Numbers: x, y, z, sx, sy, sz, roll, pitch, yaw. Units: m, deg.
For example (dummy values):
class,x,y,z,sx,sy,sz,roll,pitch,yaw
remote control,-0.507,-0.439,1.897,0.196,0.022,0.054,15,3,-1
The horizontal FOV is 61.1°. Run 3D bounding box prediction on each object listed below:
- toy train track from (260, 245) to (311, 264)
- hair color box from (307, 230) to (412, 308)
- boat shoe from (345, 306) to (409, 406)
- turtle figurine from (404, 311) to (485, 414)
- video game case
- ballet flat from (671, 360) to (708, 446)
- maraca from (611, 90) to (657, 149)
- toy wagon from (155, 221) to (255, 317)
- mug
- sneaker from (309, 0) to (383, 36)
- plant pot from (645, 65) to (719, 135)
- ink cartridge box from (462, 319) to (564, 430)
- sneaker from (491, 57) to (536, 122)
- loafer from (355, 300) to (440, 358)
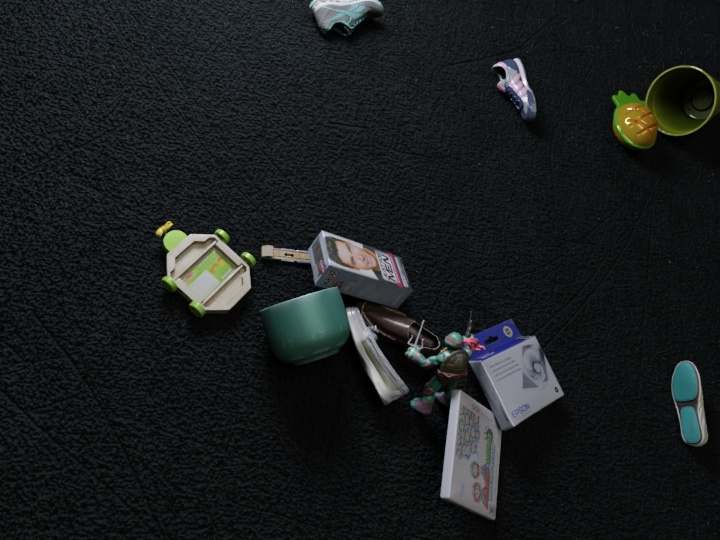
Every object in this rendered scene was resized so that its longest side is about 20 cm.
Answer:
class,x,y,z,sx,sy,sz,roll,pitch,yaw
toy train track,-0.102,-0.031,1.250,0.199,0.033,0.115,6,65,-19
hair color box,0.000,0.000,1.221,0.199,0.061,0.099,17,38,-30
boat shoe,0.025,0.160,1.188,0.065,0.074,0.202,-24,82,-12
turtle figurine,0.161,0.178,1.177,0.149,0.201,0.101,3,24,-17
video game case,0.217,0.354,1.167,0.182,0.024,0.201,39,52,-41
ballet flat,0.793,0.320,1.462,0.069,0.069,0.201,11,68,-18
maraca,0.791,-0.436,1.766,0.137,0.107,0.201,7,64,-18
toy wagon,-0.302,-0.011,1.153,0.200,0.040,0.155,42,58,0
mug,-0.084,0.104,1.128,0.185,0.152,0.115,-15,85,-31
sneaker,-0.030,-0.635,1.540,0.199,0.078,0.092,-12,88,-23
plant pot,1.013,-0.519,1.865,0.193,0.200,0.201,-15,74,-40
ink cartridge box,0.325,0.209,1.297,0.199,0.041,0.200,-16,74,-40
sneaker,0.417,-0.485,1.664,0.082,0.070,0.201,-10,68,-9
loafer,0.081,0.113,1.240,0.200,0.071,0.073,27,59,-10
